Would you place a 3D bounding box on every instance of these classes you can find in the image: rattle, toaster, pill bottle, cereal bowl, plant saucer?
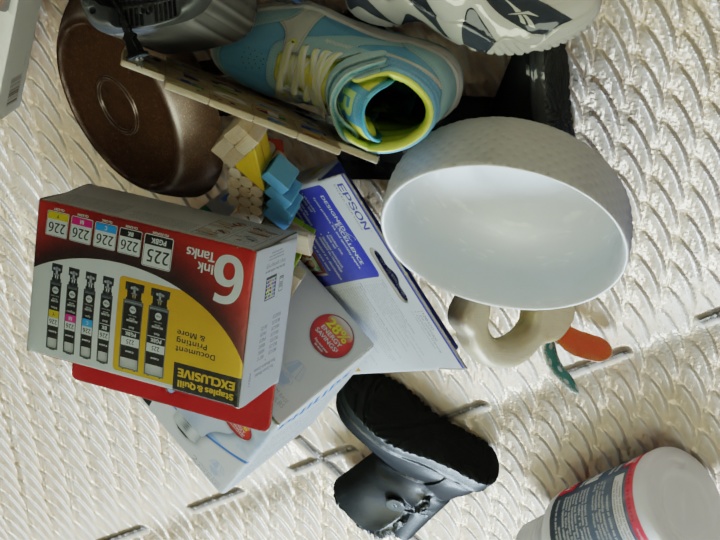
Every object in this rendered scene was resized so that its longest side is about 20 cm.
[{"bbox_3d":[0.120,0.030,1.556,0.142,0.131,0.200,0,164,37],"label":"rattle"},{"bbox_3d":[-0.138,-0.238,1.265,0.113,0.202,0.129,-9,173,16],"label":"toaster"},{"bbox_3d":[0.249,0.260,1.715,0.119,0.120,0.200,38,136,-20],"label":"pill bottle"},{"bbox_3d":[0.117,-0.055,1.359,0.198,0.084,0.201,9,149,6],"label":"cereal bowl"},{"bbox_3d":[-0.191,-0.143,1.443,0.200,0.034,0.201,35,144,31],"label":"plant saucer"}]

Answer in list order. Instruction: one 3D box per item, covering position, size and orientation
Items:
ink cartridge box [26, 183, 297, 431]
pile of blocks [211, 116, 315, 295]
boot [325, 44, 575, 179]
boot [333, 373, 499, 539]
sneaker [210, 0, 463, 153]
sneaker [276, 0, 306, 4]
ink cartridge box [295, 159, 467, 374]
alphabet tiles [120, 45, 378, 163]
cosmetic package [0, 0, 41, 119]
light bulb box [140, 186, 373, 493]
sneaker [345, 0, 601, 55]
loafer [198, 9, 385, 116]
[{"bbox_3d":[-0.164,0.039,1.421,0.199,0.084,0.177,13,106,20],"label":"ink cartridge box"},{"bbox_3d":[-0.068,-0.062,1.429,0.082,0.062,0.201,16,140,17],"label":"pile of blocks"},{"bbox_3d":[0.067,-0.135,1.404,0.198,0.066,0.166,8,137,20],"label":"boot"},{"bbox_3d":[0.019,0.196,1.769,0.199,0.077,0.168,31,135,-22],"label":"boot"},{"bbox_3d":[-0.026,-0.145,1.297,0.198,0.131,0.080,10,112,7],"label":"sneaker"},{"bbox_3d":[-0.053,-0.300,1.259,0.075,0.077,0.201,7,120,11],"label":"sneaker"},{"bbox_3d":[0.000,0.000,1.501,0.200,0.047,0.198,-10,116,57],"label":"ink cartridge box"},{"bbox_3d":[-0.083,-0.124,1.294,0.199,0.166,0.006,20,100,-11],"label":"alphabet tiles"},{"bbox_3d":[-0.330,-0.238,1.387,0.150,0.052,0.201,21,116,9],"label":"cosmetic package"},{"bbox_3d":[-0.119,0.066,1.569,0.198,0.125,0.200,48,150,7],"label":"light bulb box"},{"bbox_3d":[0.076,-0.235,1.269,0.198,0.080,0.130,17,149,19],"label":"sneaker"},{"bbox_3d":[-0.065,-0.178,1.409,0.199,0.073,0.072,-10,111,20],"label":"loafer"}]
